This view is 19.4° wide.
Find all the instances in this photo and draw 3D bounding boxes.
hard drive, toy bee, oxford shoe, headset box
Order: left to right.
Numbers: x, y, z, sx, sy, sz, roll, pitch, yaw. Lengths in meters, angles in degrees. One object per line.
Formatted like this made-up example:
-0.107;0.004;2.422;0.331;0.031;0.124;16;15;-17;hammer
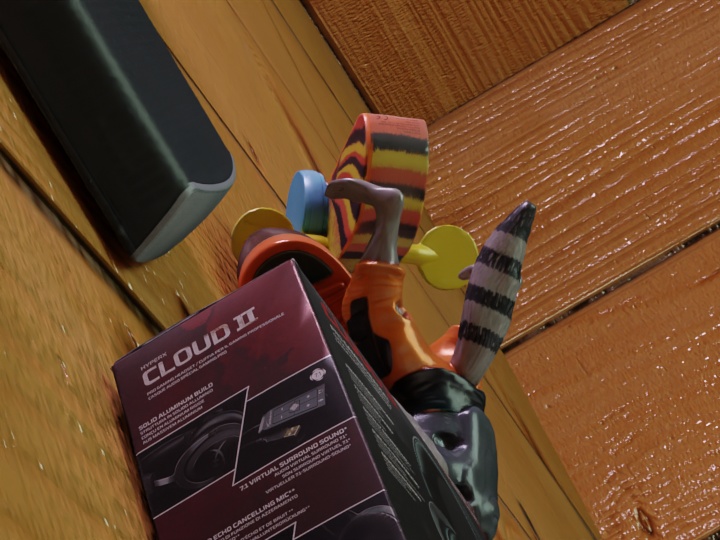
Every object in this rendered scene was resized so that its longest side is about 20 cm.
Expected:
-0.103;-0.075;0.906;0.135;0.042;0.200;60;5;-6;hard drive
-0.001;0.105;0.677;0.149;0.077;0.200;56;8;-39;headset box
0.000;0.000;1.157;0.200;0.131;0.109;77;10;-69;toy bee
0.006;0.057;1.090;0.200;0.071;0.073;58;0;-18;oxford shoe

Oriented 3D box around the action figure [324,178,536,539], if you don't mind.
0.017;0.056;0.893;0.200;0.104;0.194;45;43;-56;action figure
